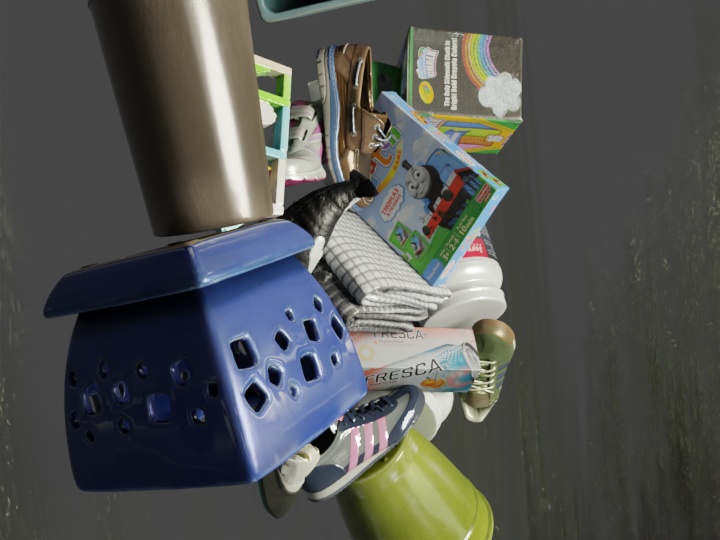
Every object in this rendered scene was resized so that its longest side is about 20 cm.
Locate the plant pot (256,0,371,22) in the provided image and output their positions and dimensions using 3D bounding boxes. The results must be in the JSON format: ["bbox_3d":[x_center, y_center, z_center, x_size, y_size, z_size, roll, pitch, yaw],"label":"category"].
[{"bbox_3d":[-0.022,-0.431,0.928,0.200,0.195,0.198,-48,130,-67],"label":"plant pot"}]

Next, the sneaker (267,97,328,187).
[{"bbox_3d":[-0.079,-0.158,0.899,0.200,0.081,0.089,-59,137,-61],"label":"sneaker"}]

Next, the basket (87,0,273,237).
[{"bbox_3d":[-0.150,-0.140,0.660,0.180,0.135,0.202,-107,-172,-79],"label":"basket"}]

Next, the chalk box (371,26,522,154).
[{"bbox_3d":[0.107,-0.242,1.002,0.124,0.198,0.126,115,-21,-76],"label":"chalk box"}]

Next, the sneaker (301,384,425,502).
[{"bbox_3d":[-0.005,0.198,0.925,0.200,0.070,0.082,-39,111,-20],"label":"sneaker"}]

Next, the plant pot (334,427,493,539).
[{"bbox_3d":[0.051,0.303,0.999,0.194,0.199,0.201,60,35,-23],"label":"plant pot"}]

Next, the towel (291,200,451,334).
[{"bbox_3d":[0.000,0.000,0.926,0.166,0.086,0.199,48,21,28],"label":"towel"}]

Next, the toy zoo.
[{"bbox_3d":[-0.137,-0.136,0.770,0.130,0.020,0.202,11,75,-35],"label":"toy zoo"}]

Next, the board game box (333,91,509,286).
[{"bbox_3d":[0.067,-0.103,0.919,0.036,0.200,0.152,-13,142,-50],"label":"board game box"}]

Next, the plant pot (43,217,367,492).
[{"bbox_3d":[-0.134,0.063,0.631,0.200,0.199,0.181,-26,104,-61],"label":"plant pot"}]

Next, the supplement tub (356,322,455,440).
[{"bbox_3d":[0.084,0.150,1.114,0.200,0.139,0.141,-58,137,-49],"label":"supplement tub"}]

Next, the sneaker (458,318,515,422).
[{"bbox_3d":[0.179,0.154,1.058,0.201,0.067,0.090,86,18,-58],"label":"sneaker"}]

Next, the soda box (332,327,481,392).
[{"bbox_3d":[0.056,0.119,0.989,0.064,0.198,0.069,106,-18,-50],"label":"soda box"}]

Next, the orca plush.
[{"bbox_3d":[-0.066,-0.035,0.805,0.106,0.199,0.071,59,8,18],"label":"orca plush"}]

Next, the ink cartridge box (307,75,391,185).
[{"bbox_3d":[0.012,-0.214,1.073,0.200,0.083,0.147,-30,112,-61],"label":"ink cartridge box"}]

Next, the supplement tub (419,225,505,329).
[{"bbox_3d":[0.122,-0.021,1.065,0.140,0.139,0.201,35,36,-58],"label":"supplement tub"}]

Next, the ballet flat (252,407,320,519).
[{"bbox_3d":[-0.087,0.193,0.840,0.068,0.068,0.202,-29,113,-62],"label":"ballet flat"}]

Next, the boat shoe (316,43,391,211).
[{"bbox_3d":[-0.002,-0.173,0.889,0.072,0.072,0.202,-43,125,-66],"label":"boat shoe"}]
